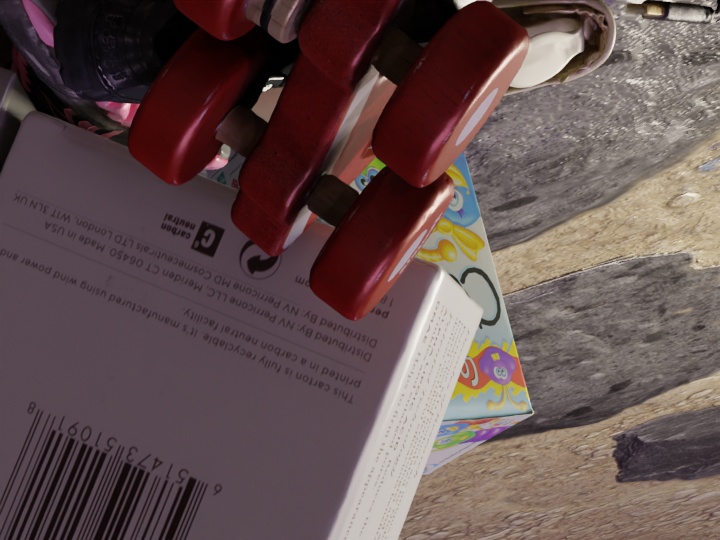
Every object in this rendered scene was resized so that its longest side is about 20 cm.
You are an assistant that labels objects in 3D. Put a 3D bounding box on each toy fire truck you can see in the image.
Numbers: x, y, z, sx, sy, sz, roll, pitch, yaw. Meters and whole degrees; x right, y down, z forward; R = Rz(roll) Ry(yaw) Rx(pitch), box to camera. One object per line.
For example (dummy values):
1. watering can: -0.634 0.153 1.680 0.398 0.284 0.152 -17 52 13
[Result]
1. toy fire truck: 0.013 -0.094 0.694 0.168 0.112 0.201 -49 171 -38

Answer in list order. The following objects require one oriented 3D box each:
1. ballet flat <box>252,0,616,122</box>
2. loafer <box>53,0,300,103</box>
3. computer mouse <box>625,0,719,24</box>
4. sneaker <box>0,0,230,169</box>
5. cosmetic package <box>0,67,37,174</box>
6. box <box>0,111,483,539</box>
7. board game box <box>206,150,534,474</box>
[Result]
1. ballet flat: 0.035 -0.104 0.916 0.198 0.070 0.070 -14 162 -15
2. loafer: -0.037 -0.107 0.793 0.070 0.069 0.200 9 -160 42
3. computer mouse: 0.166 -0.167 0.880 0.140 0.046 0.199 -35 164 38
4. sneaker: -0.130 -0.091 0.849 0.094 0.080 0.200 -3 162 16
5. cosmetic package: -0.198 -0.031 0.881 0.106 0.091 0.200 15 161 6
6. box: -0.077 0.064 0.816 0.197 0.202 0.131 21 176 14
7. board game box: 0.000 0.000 0.984 0.102 0.202 0.105 0 158 -34
